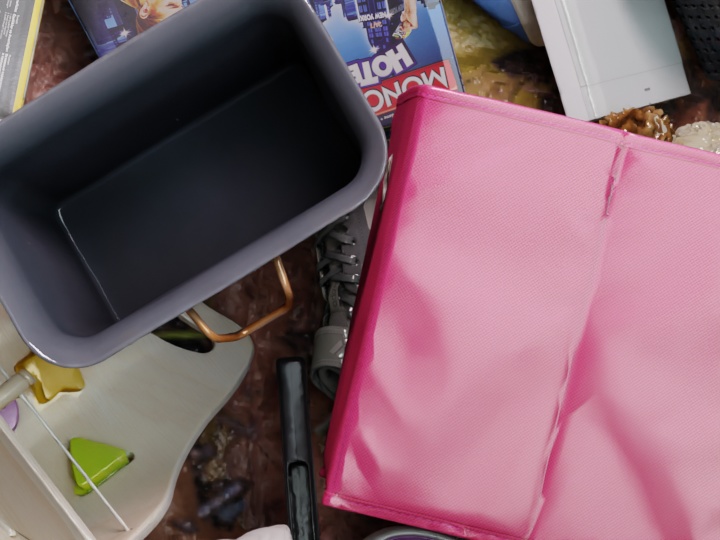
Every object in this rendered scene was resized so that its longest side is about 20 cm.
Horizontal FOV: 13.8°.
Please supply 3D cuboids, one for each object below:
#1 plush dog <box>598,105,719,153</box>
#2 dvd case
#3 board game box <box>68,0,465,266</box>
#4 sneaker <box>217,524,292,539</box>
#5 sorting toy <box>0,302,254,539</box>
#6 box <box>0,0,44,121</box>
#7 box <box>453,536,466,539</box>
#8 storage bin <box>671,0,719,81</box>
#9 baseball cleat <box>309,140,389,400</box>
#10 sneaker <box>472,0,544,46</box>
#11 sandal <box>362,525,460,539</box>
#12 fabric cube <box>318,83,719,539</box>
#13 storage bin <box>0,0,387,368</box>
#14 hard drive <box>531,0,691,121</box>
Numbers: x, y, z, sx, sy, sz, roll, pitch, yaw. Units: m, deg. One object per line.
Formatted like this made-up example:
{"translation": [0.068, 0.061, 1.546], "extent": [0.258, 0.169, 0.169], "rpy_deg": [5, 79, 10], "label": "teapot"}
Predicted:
{"translation": [0.199, -0.022, 1.614], "extent": [0.172, 0.200, 0.161], "rpy_deg": [22, 79, 22], "label": "plush dog"}
{"translation": [-0.029, 0.147, 1.555], "extent": [0.018, 0.143, 0.200], "rpy_deg": [-4, 86, -2], "label": "dvd case"}
{"translation": [-0.049, -0.105, 1.568], "extent": [0.200, 0.062, 0.200], "rpy_deg": [-15, 86, 6], "label": "board game box"}
{"translation": [-0.091, 0.170, 1.506], "extent": [0.099, 0.200, 0.078], "rpy_deg": [-2, 73, -12], "label": "sneaker"}
{"translation": [-0.152, 0.044, 1.554], "extent": [0.180, 0.107, 0.200], "rpy_deg": [-38, 91, -27], "label": "sorting toy"}
{"translation": [-0.190, -0.162, 1.522], "extent": [0.049, 0.160, 0.200], "rpy_deg": [13, 80, -17], "label": "box"}
{"translation": [0.158, 0.158, 1.617], "extent": [0.199, 0.131, 0.200], "rpy_deg": [37, 76, -11], "label": "box"}
{"translation": [0.266, -0.173, 1.637], "extent": [0.135, 0.200, 0.094], "rpy_deg": [-32, 106, -17], "label": "storage bin"}
{"translation": [0.000, 0.000, 1.607], "extent": [0.106, 0.070, 0.200], "rpy_deg": [-36, 96, -33], "label": "baseball cleat"}
{"translation": [0.032, -0.194, 1.645], "extent": [0.200, 0.111, 0.077], "rpy_deg": [54, 30, -37], "label": "sneaker"}
{"translation": [0.090, 0.178, 1.500], "extent": [0.202, 0.050, 0.083], "rpy_deg": [9, 86, -16], "label": "sandal"}
{"translation": [0.094, 0.032, 1.433], "extent": [0.200, 0.196, 0.200], "rpy_deg": [14, 91, -2], "label": "fabric cube"}
{"translation": [-0.079, -0.035, 1.469], "extent": [0.200, 0.134, 0.146], "rpy_deg": [-31, 83, 5], "label": "storage bin"}
{"translation": [0.123, -0.185, 1.652], "extent": [0.132, 0.026, 0.200], "rpy_deg": [-18, 91, -60], "label": "hard drive"}
